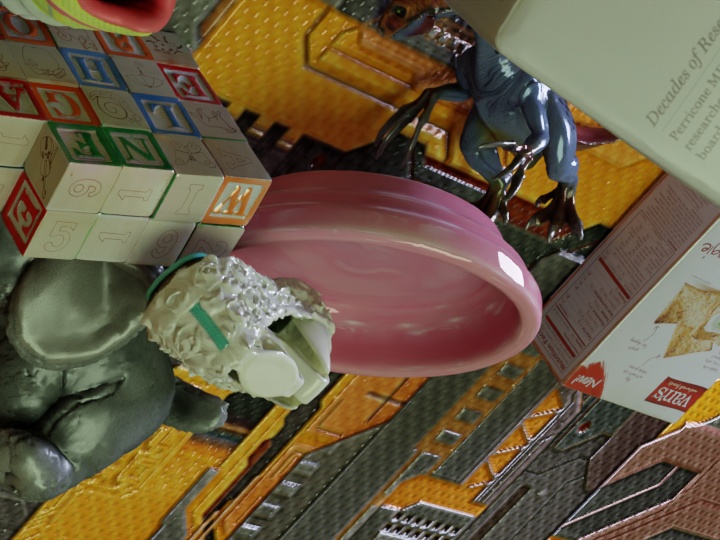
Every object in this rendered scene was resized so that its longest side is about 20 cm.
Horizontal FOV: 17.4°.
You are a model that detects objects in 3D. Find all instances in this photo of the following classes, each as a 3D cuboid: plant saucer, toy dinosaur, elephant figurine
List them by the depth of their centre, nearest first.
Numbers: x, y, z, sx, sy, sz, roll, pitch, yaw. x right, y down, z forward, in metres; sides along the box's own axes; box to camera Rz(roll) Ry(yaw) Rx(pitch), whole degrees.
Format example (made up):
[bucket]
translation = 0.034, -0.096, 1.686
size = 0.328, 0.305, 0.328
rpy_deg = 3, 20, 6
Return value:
[elephant figurine]
translation = -0.160, 0.003, 1.168
size = 0.155, 0.141, 0.201
rpy_deg = -37, 139, -49
[plant saucer]
translation = 0.000, 0.000, 1.272
size = 0.199, 0.051, 0.201
rpy_deg = 5, 157, 2
[toy dinosaur]
translation = 0.070, -0.100, 1.289
size = 0.200, 0.104, 0.183
rpy_deg = -55, 147, -44

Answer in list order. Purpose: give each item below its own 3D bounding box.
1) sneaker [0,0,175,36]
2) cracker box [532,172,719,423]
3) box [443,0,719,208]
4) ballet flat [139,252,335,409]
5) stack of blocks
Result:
[sneaker]
translation = -0.131, -0.166, 0.997
size = 0.078, 0.090, 0.200
rpy_deg = -58, 152, -13
[cracker box]
translation = 0.217, 0.001, 1.500
size = 0.134, 0.058, 0.200
rpy_deg = 19, 120, -47
[box]
translation = 0.163, -0.154, 1.090
size = 0.171, 0.199, 0.201
rpy_deg = 32, 99, -13
[ballet flat]
translation = -0.050, 0.040, 1.159
size = 0.072, 0.072, 0.200
rpy_deg = -40, 164, 9
[stack of blocks]
translation = -0.153, -0.065, 1.091
size = 0.199, 0.115, 0.059
rpy_deg = 5, 130, -40
